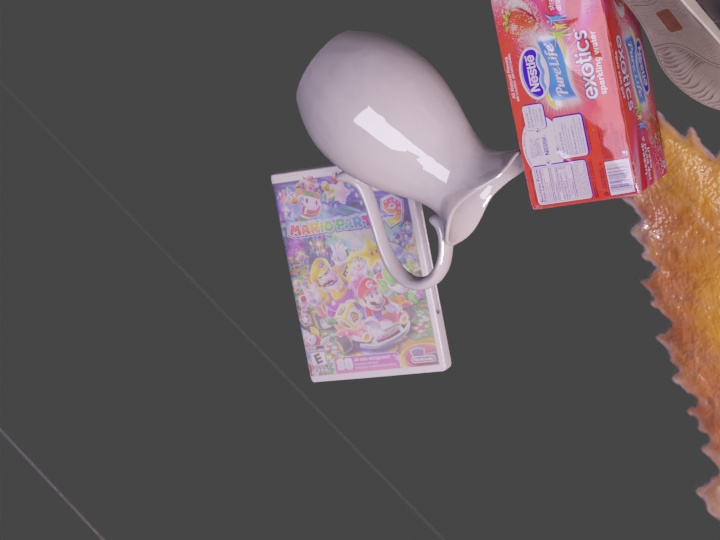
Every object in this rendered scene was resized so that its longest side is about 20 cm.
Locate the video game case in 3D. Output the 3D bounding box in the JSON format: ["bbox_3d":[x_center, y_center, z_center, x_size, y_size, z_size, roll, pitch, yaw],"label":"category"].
[{"bbox_3d":[0.000,0.000,1.884,0.142,0.018,0.202,-6,101,27],"label":"video game case"}]

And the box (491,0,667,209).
[{"bbox_3d":[0.184,-0.162,1.711,0.099,0.095,0.202,-8,100,26],"label":"box"}]

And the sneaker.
[{"bbox_3d":[0.278,-0.231,1.667,0.074,0.107,0.200,-5,132,49],"label":"sneaker"}]

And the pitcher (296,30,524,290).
[{"bbox_3d":[0.029,-0.098,1.779,0.200,0.121,0.172,40,112,16],"label":"pitcher"}]
